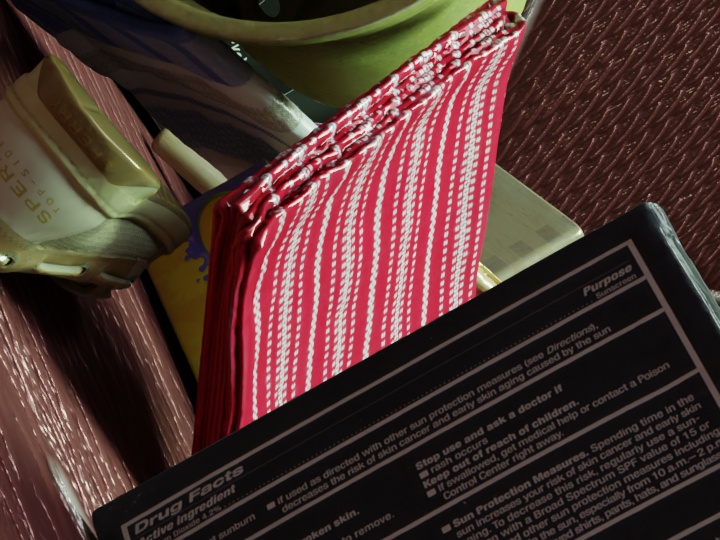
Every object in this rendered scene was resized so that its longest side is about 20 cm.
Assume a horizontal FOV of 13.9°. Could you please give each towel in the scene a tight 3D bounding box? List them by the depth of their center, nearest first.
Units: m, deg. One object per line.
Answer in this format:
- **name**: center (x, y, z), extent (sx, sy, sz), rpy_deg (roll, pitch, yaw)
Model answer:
- **towel**: center (0.000, 0.000, 1.061), extent (0.200, 0.022, 0.145), rpy_deg (-40, 146, -48)
- **towel**: center (-0.058, -0.066, 1.296), extent (0.147, 0.024, 0.200), rpy_deg (24, -13, 47)

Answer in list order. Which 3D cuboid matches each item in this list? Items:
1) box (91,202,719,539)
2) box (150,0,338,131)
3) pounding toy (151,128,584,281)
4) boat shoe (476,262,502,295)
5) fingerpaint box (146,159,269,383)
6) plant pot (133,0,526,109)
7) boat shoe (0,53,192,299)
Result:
- **box**: center (0.049, 0.117, 0.834), extent (0.124, 0.199, 0.199), rpy_deg (58, 6, -36)
- **box**: center (-0.056, -0.137, 1.597), extent (0.200, 0.148, 0.125), rpy_deg (56, 5, -49)
- **pounding toy**: center (0.014, 0.013, 1.532), extent (0.184, 0.142, 0.201), rpy_deg (39, -29, 45)
- **boat shoe**: center (0.055, 0.054, 1.252), extent (0.200, 0.074, 0.069), rpy_deg (51, 8, -19)
- **fingerpaint box**: center (-0.008, 0.080, 1.268), extent (0.201, 0.073, 0.167), rpy_deg (62, 3, 38)
- **plant pot**: center (-0.008, -0.152, 1.153), extent (0.201, 0.200, 0.184), rpy_deg (63, 2, 19)
- **boat shoe**: center (-0.102, -0.023, 0.985), extent (0.073, 0.063, 0.201), rpy_deg (50, -3, 0)
